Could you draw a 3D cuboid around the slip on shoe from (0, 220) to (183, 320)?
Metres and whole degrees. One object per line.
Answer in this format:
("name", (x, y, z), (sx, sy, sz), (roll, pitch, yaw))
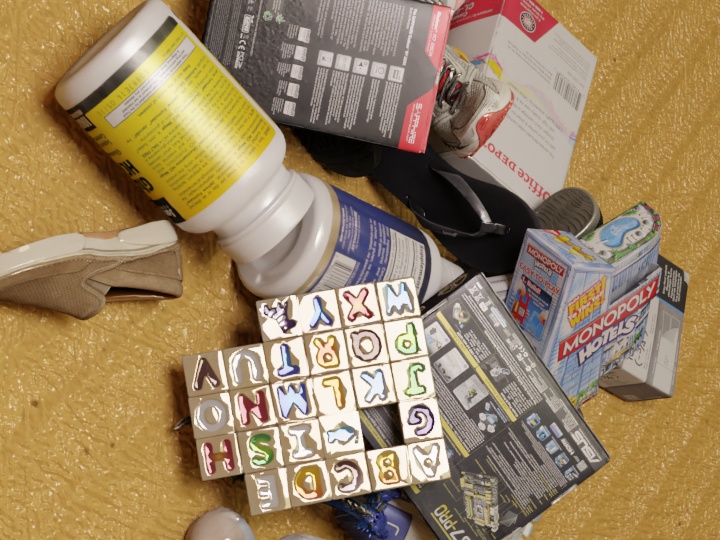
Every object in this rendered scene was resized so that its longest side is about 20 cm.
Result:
("slip on shoe", (-0.213, 0.008, 1.135), (0.200, 0.076, 0.061), (-13, 86, -51))

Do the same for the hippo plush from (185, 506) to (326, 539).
("hippo plush", (-0.059, 0.283, 1.173), (0.200, 0.160, 0.160), (45, 55, -29))

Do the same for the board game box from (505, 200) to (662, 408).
("board game box", (0.198, 0.030, 1.348), (0.200, 0.062, 0.200), (-30, 141, -26))

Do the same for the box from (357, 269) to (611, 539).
("box", (0.090, 0.125, 1.274), (0.161, 0.049, 0.200), (-37, 99, -5))

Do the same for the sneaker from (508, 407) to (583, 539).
("sneaker", (0.128, 0.183, 1.410), (0.115, 0.075, 0.200), (39, 71, -29))

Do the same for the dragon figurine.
("dragon figurine", (-0.052, 0.156, 1.243), (0.200, 0.099, 0.059), (42, 57, -31))

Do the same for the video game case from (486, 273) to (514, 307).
("video game case", (0.133, 0.087, 1.402), (0.181, 0.023, 0.201), (-9, 128, -44))

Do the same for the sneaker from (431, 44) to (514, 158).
("sneaker", (0.069, -0.166, 1.368), (0.082, 0.200, 0.078), (31, 100, -32))

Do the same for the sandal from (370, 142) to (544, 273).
("sandal", (0.075, -0.062, 1.355), (0.043, 0.200, 0.076), (-4, 126, -62))

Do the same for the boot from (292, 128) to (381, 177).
("boot", (-0.009, -0.206, 1.355), (0.158, 0.079, 0.212), (-43, 112, -39))

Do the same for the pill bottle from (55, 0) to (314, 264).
("pill bottle", (-0.132, -0.103, 1.182), (0.200, 0.112, 0.113), (47, 54, -17))

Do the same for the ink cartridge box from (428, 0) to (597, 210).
("ink cartridge box", (0.140, -0.158, 1.484), (0.147, 0.085, 0.201), (36, 62, -35))

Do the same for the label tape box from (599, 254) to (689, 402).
("label tape box", (0.255, 0.036, 1.577), (0.200, 0.063, 0.145), (28, 64, -38))

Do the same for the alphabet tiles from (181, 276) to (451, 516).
("alphabet tiles", (-0.037, 0.101, 1.212), (0.199, 0.008, 0.168), (-9, 83, -12))

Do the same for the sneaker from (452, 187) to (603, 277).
("sneaker", (0.157, 0.017, 1.443), (0.200, 0.075, 0.106), (-35, 142, 3))

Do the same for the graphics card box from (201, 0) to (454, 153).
("graphics card box", (-0.033, -0.177, 1.256), (0.199, 0.051, 0.126), (10, 97, -7))

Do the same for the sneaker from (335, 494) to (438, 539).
("sneaker", (0.050, 0.287, 1.332), (0.199, 0.080, 0.115), (47, 53, -30))

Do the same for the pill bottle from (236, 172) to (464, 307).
("pill bottle", (0.000, 0.000, 1.309), (0.200, 0.111, 0.112), (25, 67, -39))

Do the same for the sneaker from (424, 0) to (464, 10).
("sneaker", (0.087, -0.341, 1.432), (0.105, 0.075, 0.201), (-42, 145, -39))
